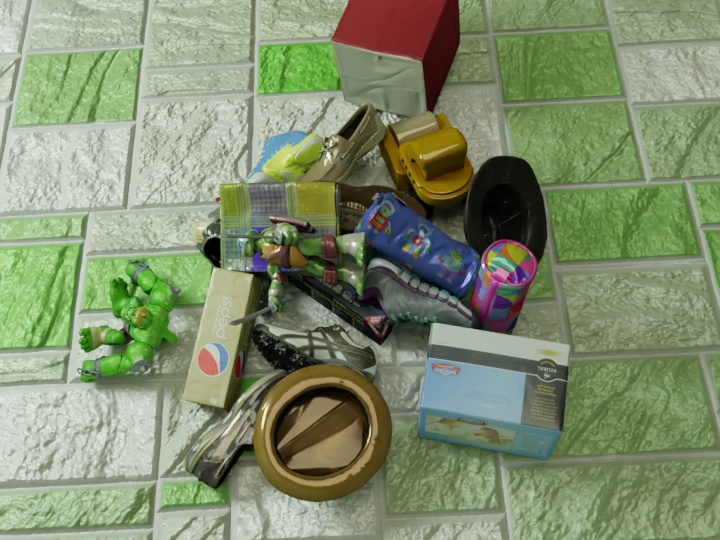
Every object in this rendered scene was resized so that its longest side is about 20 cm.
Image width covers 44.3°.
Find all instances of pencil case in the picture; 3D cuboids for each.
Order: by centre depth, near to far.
[{"bbox_3d":[0.201,0.043,1.302,0.087,0.201,0.089,2,53,-3],"label":"pencil case"},{"bbox_3d":[0.088,-0.039,1.314,0.199,0.078,0.088,33,81,-7],"label":"pencil case"}]

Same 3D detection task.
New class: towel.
[{"bbox_3d":[-0.122,-0.064,1.355,0.197,0.023,0.146,2,98,10],"label":"towel"}]

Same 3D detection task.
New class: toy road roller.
[{"bbox_3d":[0.116,-0.194,1.457,0.121,0.147,0.202,-20,62,-9],"label":"toy road roller"}]

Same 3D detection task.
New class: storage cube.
[{"bbox_3d":[0.067,-0.395,1.542,0.169,0.201,0.182,16,67,15],"label":"storage cube"}]

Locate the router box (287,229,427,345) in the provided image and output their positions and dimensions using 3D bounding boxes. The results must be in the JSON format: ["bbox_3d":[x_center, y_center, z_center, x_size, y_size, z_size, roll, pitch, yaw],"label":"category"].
[{"bbox_3d":[0.000,0.000,1.403,0.199,0.062,0.150,33,66,18],"label":"router box"}]

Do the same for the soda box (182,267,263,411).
[{"bbox_3d":[-0.203,0.103,1.323,0.067,0.064,0.203,9,79,11],"label":"soda box"}]

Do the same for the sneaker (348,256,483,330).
[{"bbox_3d":[0.081,0.063,1.303,0.198,0.075,0.088,29,76,24],"label":"sneaker"}]

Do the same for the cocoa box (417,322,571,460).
[{"bbox_3d":[0.187,0.174,1.261,0.197,0.134,0.133,9,62,7],"label":"cocoa box"}]

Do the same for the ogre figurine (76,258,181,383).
[{"bbox_3d":[-0.347,0.079,1.360,0.118,0.099,0.201,7,45,26],"label":"ogre figurine"}]

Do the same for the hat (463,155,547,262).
[{"bbox_3d":[0.212,-0.082,1.410,0.201,0.201,0.080,-48,30,-22],"label":"hat"}]

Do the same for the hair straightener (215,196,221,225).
[{"bbox_3d":[-0.141,-0.083,1.456,0.197,0.078,0.041,-3,15,-23],"label":"hair straightener"}]

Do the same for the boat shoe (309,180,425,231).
[{"bbox_3d":[0.004,-0.092,1.391,0.197,0.063,0.074,13,46,4],"label":"boat shoe"}]

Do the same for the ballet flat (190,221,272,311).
[{"bbox_3d":[-0.206,-0.009,1.410,0.200,0.067,0.057,44,35,20],"label":"ballet flat"}]

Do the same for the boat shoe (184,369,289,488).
[{"bbox_3d":[-0.164,0.232,1.286,0.073,0.075,0.200,42,79,11],"label":"boat shoe"}]

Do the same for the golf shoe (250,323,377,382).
[{"bbox_3d":[-0.067,0.118,1.338,0.198,0.078,0.095,26,55,1],"label":"golf shoe"}]

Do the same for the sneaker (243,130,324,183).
[{"bbox_3d":[-0.149,-0.167,1.507,0.199,0.076,0.105,-37,40,-9],"label":"sneaker"}]

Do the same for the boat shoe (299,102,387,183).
[{"bbox_3d":[-0.039,-0.195,1.453,0.200,0.065,0.072,-46,37,-17],"label":"boat shoe"}]

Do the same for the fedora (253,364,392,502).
[{"bbox_3d":[-0.054,0.235,1.260,0.197,0.082,0.204,1,69,-3],"label":"fedora"}]

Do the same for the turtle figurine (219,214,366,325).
[{"bbox_3d":[-0.091,0.003,1.254,0.191,0.200,0.146,4,104,3],"label":"turtle figurine"}]
